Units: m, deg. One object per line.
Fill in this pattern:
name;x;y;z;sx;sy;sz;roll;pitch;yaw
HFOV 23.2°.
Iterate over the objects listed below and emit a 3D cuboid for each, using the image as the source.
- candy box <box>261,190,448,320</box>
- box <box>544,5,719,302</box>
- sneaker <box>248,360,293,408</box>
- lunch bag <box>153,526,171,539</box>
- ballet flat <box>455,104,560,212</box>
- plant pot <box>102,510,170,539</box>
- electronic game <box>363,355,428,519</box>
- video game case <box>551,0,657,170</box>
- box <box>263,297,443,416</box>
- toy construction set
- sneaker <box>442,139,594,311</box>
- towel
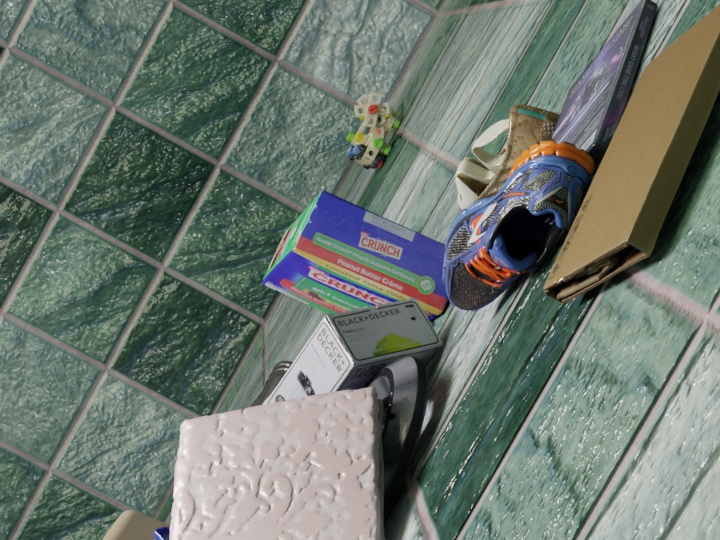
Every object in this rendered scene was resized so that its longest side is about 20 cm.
candy box;0.000;0.000;1.861;0.200;0.169;0.077;137;157;-71
box;0.201;-0.082;1.227;0.200;0.021;0.163;-63;7;-17
sneaker;-0.129;0.202;2.480;0.200;0.071;0.099;-47;12;43
lunch bag;-0.119;0.339;1.510;0.200;0.094;0.151;53;135;47
ballet flat;0.132;-0.100;1.722;0.200;0.065;0.071;-54;10;48
plant pot;-0.216;0.363;1.751;0.200;0.200;0.177;-55;16;43
electronic game;0.011;0.171;1.596;0.200;0.042;0.200;-61;13;24
video game case;0.200;-0.133;1.547;0.143;0.019;0.200;-53;9;50
box;-0.018;0.116;1.724;0.117;0.060;0.200;-9;-33;-39
toy construction set;0.025;-0.254;3.175;0.131;0.092;0.200;-61;-5;-3
sneaker;0.121;-0.026;1.468;0.200;0.075;0.078;-57;11;46
towel;-0.071;0.195;1.487;0.200;0.191;0.032;-89;-18;-44
